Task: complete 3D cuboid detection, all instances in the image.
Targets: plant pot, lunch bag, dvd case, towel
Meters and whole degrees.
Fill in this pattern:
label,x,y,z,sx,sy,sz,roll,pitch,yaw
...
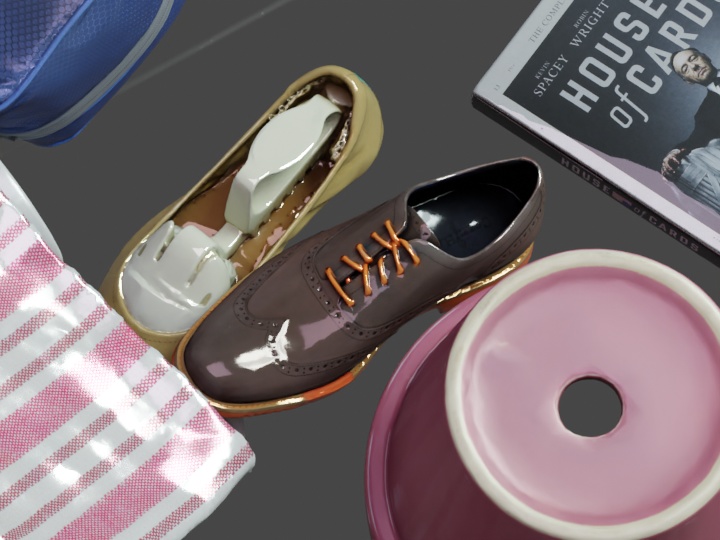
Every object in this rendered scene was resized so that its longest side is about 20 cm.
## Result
label,x,y,z,sx,sy,sz,roll,pitch,yaw
plant pot,0.100,0.079,1.248,0.200,0.179,0.200,0,71,1
lunch bag,-0.191,-0.158,1.364,0.200,0.132,0.136,42,93,13
dvd case,0.177,-0.086,1.382,0.200,0.025,0.150,34,75,11
towel,-0.152,0.050,1.219,0.200,0.030,0.146,45,47,3

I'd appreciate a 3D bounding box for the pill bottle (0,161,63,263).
label,x,y,z,sx,sy,sz,roll,pitch,yaw
pill bottle,-0.241,0.022,1.313,0.200,0.112,0.112,-36,74,-12

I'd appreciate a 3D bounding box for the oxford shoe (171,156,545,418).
label,x,y,z,sx,sy,sz,roll,pitch,yaw
oxford shoe,0.000,0.000,1.308,0.200,0.073,0.071,-31,73,-25

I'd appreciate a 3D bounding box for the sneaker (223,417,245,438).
label,x,y,z,sx,sy,sz,roll,pitch,yaw
sneaker,-0.124,0.117,1.276,0.200,0.078,0.099,-23,90,-40

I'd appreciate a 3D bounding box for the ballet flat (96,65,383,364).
label,x,y,z,sx,sy,sz,roll,pitch,yaw
ballet flat,-0.066,-0.023,1.348,0.069,0.063,0.200,36,77,13
